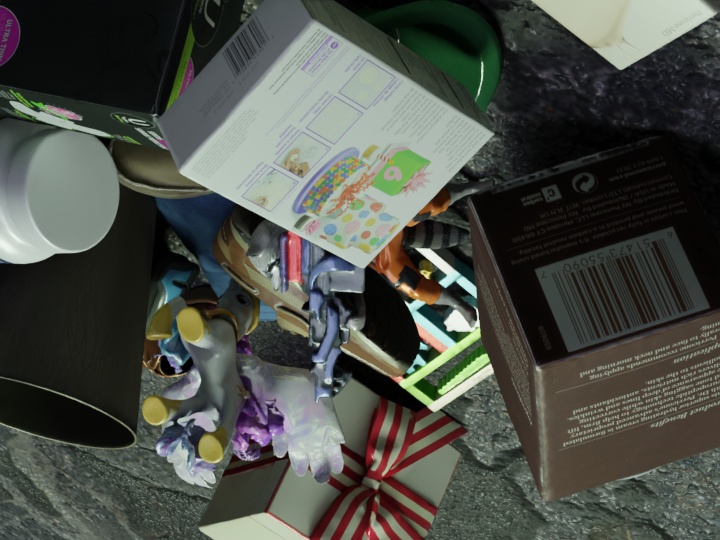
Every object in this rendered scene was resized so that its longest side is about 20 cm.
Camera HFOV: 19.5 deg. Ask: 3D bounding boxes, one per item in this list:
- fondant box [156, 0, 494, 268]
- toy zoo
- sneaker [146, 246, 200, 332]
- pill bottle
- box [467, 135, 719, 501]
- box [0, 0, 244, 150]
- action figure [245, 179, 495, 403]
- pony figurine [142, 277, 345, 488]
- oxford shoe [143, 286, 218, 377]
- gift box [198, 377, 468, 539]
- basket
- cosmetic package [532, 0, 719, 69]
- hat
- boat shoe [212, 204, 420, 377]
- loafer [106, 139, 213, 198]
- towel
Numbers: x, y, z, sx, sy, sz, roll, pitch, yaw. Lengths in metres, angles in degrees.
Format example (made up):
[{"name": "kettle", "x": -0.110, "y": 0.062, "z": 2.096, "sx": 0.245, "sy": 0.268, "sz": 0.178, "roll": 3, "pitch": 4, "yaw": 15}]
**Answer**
[{"name": "fondant box", "x": -0.022, "y": -0.100, "z": 1.466, "sx": 0.144, "sy": 0.058, "sz": 0.199, "roll": -45, "pitch": 135, "yaw": 17}, {"name": "toy zoo", "x": 0.041, "y": 0.031, "z": 1.806, "sx": 0.200, "sy": 0.021, "sz": 0.131, "roll": 38, "pitch": 123, "yaw": -24}, {"name": "sneaker", "x": -0.200, "y": 0.009, "z": 1.868, "sx": 0.082, "sy": 0.073, "sz": 0.200, "roll": 40, "pitch": 166, "yaw": -9}, {"name": "pill bottle", "x": -0.289, "y": -0.064, "z": 1.650, "sx": 0.199, "sy": 0.116, "sz": 0.116, "roll": 3, "pitch": 145, "yaw": 42}, {"name": "box", "x": 0.184, "y": 0.038, "z": 1.583, "sx": 0.164, "sy": 0.165, "sz": 0.201, "roll": -17, "pitch": 145, "yaw": -5}, {"name": "box", "x": -0.201, "y": -0.183, "z": 1.522, "sx": 0.198, "sy": 0.150, "sz": 0.124, "roll": 13, "pitch": 173, "yaw": 15}, {"name": "action figure", "x": 0.000, "y": 0.000, "z": 1.679, "sx": 0.191, "sy": 0.105, "sz": 0.202, "roll": 5, "pitch": 115, "yaw": -10}, {"name": "pony figurine", "x": -0.112, "y": 0.097, "z": 1.735, "sx": 0.165, "sy": 0.200, "sz": 0.195, "roll": -7, "pitch": 98, "yaw": 16}, {"name": "oxford shoe", "x": -0.192, "y": 0.071, "z": 2.002, "sx": 0.071, "sy": 0.072, "sz": 0.199, "roll": 37, "pitch": 147, "yaw": -26}, {"name": "gift box", "x": -0.012, "y": 0.210, "z": 2.007, "sx": 0.199, "sy": 0.186, "sz": 0.186, "roll": 29, "pitch": 156, "yaw": -19}, {"name": "basket", "x": -0.247, "y": 0.024, "z": 1.741, "sx": 0.179, "sy": 0.202, "sz": 0.136, "roll": 22, "pitch": 156, "yaw": -26}, {"name": "cosmetic package", "x": 0.136, "y": -0.229, "z": 1.355, "sx": 0.199, "sy": 0.074, "sz": 0.103, "roll": 35, "pitch": 146, "yaw": -19}, {"name": "hat", "x": -0.016, "y": -0.177, "z": 1.574, "sx": 0.199, "sy": 0.177, "sz": 0.166, "roll": -26, "pitch": 140, "yaw": -2}, {"name": "boat shoe", "x": -0.039, "y": 0.018, "z": 1.747, "sx": 0.200, "sy": 0.076, "sz": 0.074, "roll": 41, "pitch": 132, "yaw": -10}, {"name": "loafer", "x": -0.116, "y": -0.099, "z": 1.687, "sx": 0.198, "sy": 0.077, "sz": 0.067, "roll": 0, "pitch": 167, "yaw": 14}, {"name": "towel", "x": -0.104, "y": -0.030, "z": 1.818, "sx": 0.111, "sy": 0.049, "sz": 0.201, "roll": 1, "pitch": 143, "yaw": 29}]
